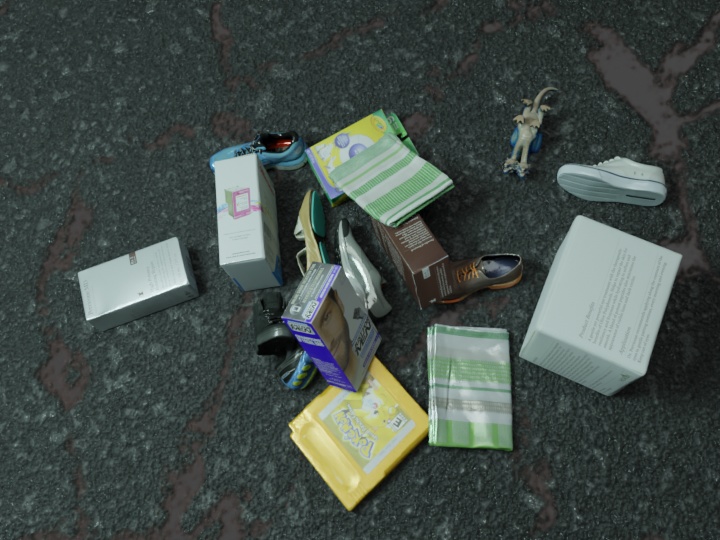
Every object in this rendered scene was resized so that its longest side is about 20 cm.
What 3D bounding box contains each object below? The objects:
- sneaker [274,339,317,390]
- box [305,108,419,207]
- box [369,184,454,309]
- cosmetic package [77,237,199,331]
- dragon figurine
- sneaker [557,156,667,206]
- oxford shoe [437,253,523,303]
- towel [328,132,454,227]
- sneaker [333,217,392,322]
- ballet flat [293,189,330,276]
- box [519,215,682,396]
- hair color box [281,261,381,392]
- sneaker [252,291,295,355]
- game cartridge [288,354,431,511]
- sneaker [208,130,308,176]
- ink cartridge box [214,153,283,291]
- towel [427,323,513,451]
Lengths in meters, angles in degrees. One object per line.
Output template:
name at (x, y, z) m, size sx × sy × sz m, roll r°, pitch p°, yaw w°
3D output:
sneaker at (-0.088, 0.104, 1.167) m, size 0.082 × 0.071 × 0.203 m, roll 29°, pitch 92°, yaw 28°
box at (0.005, -0.222, 1.297) m, size 0.197 × 0.048 × 0.119 m, roll -29°, pitch 76°, yaw -7°
box at (0.084, -0.044, 1.167) m, size 0.074 × 0.101 × 0.202 m, roll -24°, pitch 50°, yaw -4°
cosmetic package at (-0.407, 0.025, 1.241) m, size 0.196 × 0.074 × 0.104 m, roll -20°, pitch 68°, yaw -3°
dragon figurine at (0.318, -0.263, 1.277) m, size 0.058 × 0.101 × 0.202 m, roll 18°, pitch 53°, yaw 14°
sneaker at (0.455, -0.169, 1.229) m, size 0.195 × 0.073 × 0.072 m, roll 12°, pitch 62°, yaw 1°
oxford shoe at (0.189, 0.004, 1.184) m, size 0.195 × 0.073 × 0.073 m, roll -16°, pitch 69°, yaw 1°
towel at (0.052, -0.163, 1.193) m, size 0.151 × 0.024 × 0.200 m, roll -34°, pitch 49°, yaw -12°
sneaker at (0.000, 0.000, 1.214) m, size 0.077 × 0.074 × 0.204 m, roll -15°, pitch 74°, yaw -11°
ballet flat at (-0.093, -0.052, 1.242) m, size 0.062 × 0.069 × 0.205 m, roll -17°, pitch 67°, yaw 14°
box at (0.373, 0.063, 1.076) m, size 0.168 × 0.201 × 0.202 m, roll 22°, pitch 74°, yaw 11°
hair color box at (-0.040, 0.094, 1.086) m, size 0.064 × 0.201 × 0.111 m, roll 7°, pitch 55°, yaw 33°
sneaker at (-0.150, 0.081, 1.130) m, size 0.058 × 0.200 × 0.107 m, roll 2°, pitch 73°, yaw -16°
game cartridge at (-0.001, 0.264, 1.131) m, size 0.199 × 0.033 × 0.176 m, roll -41°, pitch 71°, yaw -11°
sneaker at (-0.201, -0.234, 1.304) m, size 0.195 × 0.090 × 0.080 m, roll -14°, pitch 69°, yaw 0°
ink cartridge box at (-0.200, -0.085, 1.220) m, size 0.082 × 0.145 × 0.205 m, roll -8°, pitch 69°, yaw 4°
towel at (0.184, 0.191, 1.124) m, size 0.145 × 0.031 × 0.205 m, roll 4°, pitch 69°, yaw -5°
